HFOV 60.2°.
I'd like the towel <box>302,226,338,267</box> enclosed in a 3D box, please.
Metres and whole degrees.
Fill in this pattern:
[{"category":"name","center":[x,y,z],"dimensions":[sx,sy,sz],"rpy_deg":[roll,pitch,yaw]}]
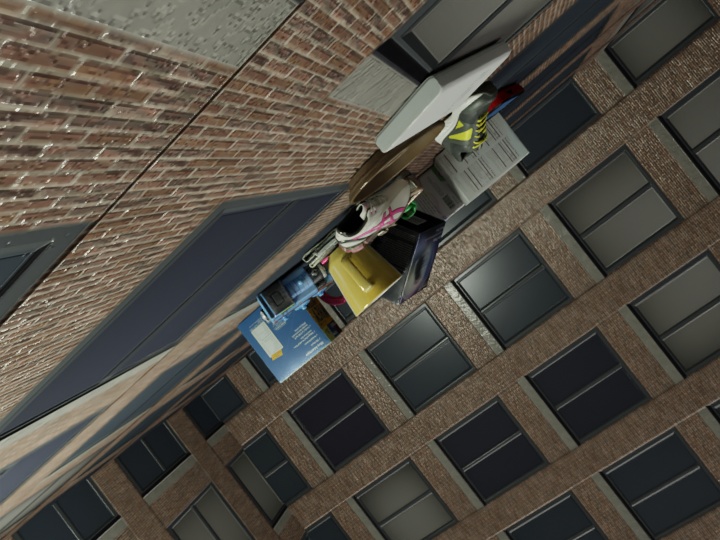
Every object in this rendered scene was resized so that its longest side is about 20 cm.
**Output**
[{"category":"towel","center":[-0.036,-0.087,1.458],"dimensions":[0.192,0.035,0.200],"rpy_deg":[-40,178,18]}]

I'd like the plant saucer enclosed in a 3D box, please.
[{"category":"plant saucer","center":[0.053,-0.180,1.005],"dimensions":[0.199,0.030,0.200],"rpy_deg":[-40,179,-1]}]

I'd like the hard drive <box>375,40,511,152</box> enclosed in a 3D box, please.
[{"category":"hard drive","center":[0.115,-0.238,0.844],"dimensions":[0.199,0.026,0.132],"rpy_deg":[-38,178,-42]}]

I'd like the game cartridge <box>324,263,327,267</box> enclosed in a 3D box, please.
[{"category":"game cartridge","center":[-0.157,0.029,1.916],"dimensions":[0.133,0.041,0.200],"rpy_deg":[-43,179,-20]}]

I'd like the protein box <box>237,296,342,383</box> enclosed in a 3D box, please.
[{"category":"protein box","center":[-0.196,0.164,1.747],"dimensions":[0.198,0.201,0.135],"rpy_deg":[-39,179,14]}]

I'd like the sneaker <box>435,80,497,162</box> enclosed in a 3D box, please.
[{"category":"sneaker","center":[0.206,-0.267,1.128],"dimensions":[0.074,0.085,0.200],"rpy_deg":[-39,178,-19]}]

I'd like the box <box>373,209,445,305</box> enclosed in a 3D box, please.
[{"category":"box","center":[0.118,-0.042,1.635],"dimensions":[0.199,0.122,0.201],"rpy_deg":[-26,136,-59]}]

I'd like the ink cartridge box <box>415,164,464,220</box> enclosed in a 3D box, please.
[{"category":"ink cartridge box","center":[0.198,-0.198,1.803],"dimensions":[0.199,0.145,0.084],"rpy_deg":[-39,180,-6]}]

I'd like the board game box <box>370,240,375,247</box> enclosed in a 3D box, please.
[{"category":"board game box","center":[0.044,-0.076,1.653],"dimensions":[0.200,0.046,0.153],"rpy_deg":[-49,153,-41]}]

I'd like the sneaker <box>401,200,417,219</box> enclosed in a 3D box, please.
[{"category":"sneaker","center":[0.095,-0.161,1.544],"dimensions":[0.074,0.084,0.200],"rpy_deg":[-39,179,6]}]

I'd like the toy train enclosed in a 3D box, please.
[{"category":"toy train","center":[-0.156,0.050,1.491],"dimensions":[0.199,0.087,0.114],"rpy_deg":[-34,173,-12]}]

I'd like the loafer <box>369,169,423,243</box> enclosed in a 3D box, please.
[{"category":"loafer","center":[0.069,-0.133,1.419],"dimensions":[0.201,0.063,0.072],"rpy_deg":[-56,165,27]}]

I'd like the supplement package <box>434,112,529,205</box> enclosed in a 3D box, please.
[{"category":"supplement package","center":[0.320,-0.300,1.671],"dimensions":[0.199,0.151,0.152],"rpy_deg":[-39,178,6]}]

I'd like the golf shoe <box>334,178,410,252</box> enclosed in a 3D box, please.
[{"category":"golf shoe","center":[0.030,-0.121,1.296],"dimensions":[0.200,0.073,0.092],"rpy_deg":[-44,160,-7]}]

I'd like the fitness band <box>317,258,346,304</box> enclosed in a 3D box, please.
[{"category":"fitness band","center":[-0.052,0.008,1.760],"dimensions":[0.199,0.144,0.037],"rpy_deg":[-39,177,19]}]

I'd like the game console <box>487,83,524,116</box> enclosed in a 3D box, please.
[{"category":"game console","center":[0.296,-0.367,1.468],"dimensions":[0.177,0.031,0.200],"rpy_deg":[-41,177,35]}]

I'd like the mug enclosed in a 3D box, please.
[{"category":"mug","center":[0.004,-0.003,1.486],"dimensions":[0.149,0.154,0.187],"rpy_deg":[-38,175,-27]}]
